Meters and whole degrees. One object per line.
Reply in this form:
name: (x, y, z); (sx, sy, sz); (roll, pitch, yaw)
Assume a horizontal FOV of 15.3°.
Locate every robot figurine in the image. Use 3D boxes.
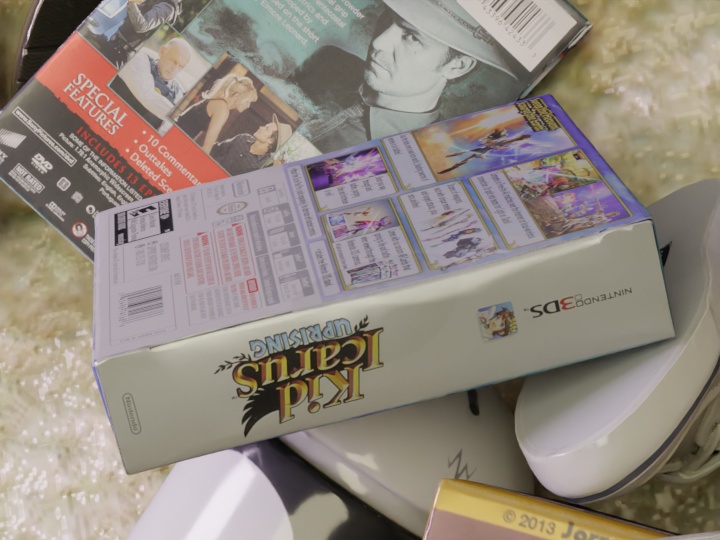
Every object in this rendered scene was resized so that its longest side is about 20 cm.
robot figurine: (-0.024, 0.112, 0.975); (0.150, 0.125, 0.200); (35, 92, 21)

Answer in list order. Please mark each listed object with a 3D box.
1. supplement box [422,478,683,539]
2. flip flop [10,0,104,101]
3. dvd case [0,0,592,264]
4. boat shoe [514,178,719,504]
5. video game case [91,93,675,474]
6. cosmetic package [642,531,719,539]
supplement box: (0.096, 0.138, 0.894); (0.131, 0.200, 0.103); (14, 87, 19)
flip flop: (-0.087, -0.139, 1.068); (0.081, 0.058, 0.200); (13, 89, -19)
dvd case: (-0.031, -0.071, 1.030); (0.146, 0.022, 0.200); (42, 96, -6)
boat shoe: (0.107, 0.037, 0.915); (0.071, 0.200, 0.070); (-26, 104, 23)
video game case: (0.000, 0.000, 0.928); (0.181, 0.200, 0.045); (-15, 106, -1)
cosmetic package: (0.068, 0.120, 0.697); (0.107, 0.200, 0.090); (-11, 81, 12)
